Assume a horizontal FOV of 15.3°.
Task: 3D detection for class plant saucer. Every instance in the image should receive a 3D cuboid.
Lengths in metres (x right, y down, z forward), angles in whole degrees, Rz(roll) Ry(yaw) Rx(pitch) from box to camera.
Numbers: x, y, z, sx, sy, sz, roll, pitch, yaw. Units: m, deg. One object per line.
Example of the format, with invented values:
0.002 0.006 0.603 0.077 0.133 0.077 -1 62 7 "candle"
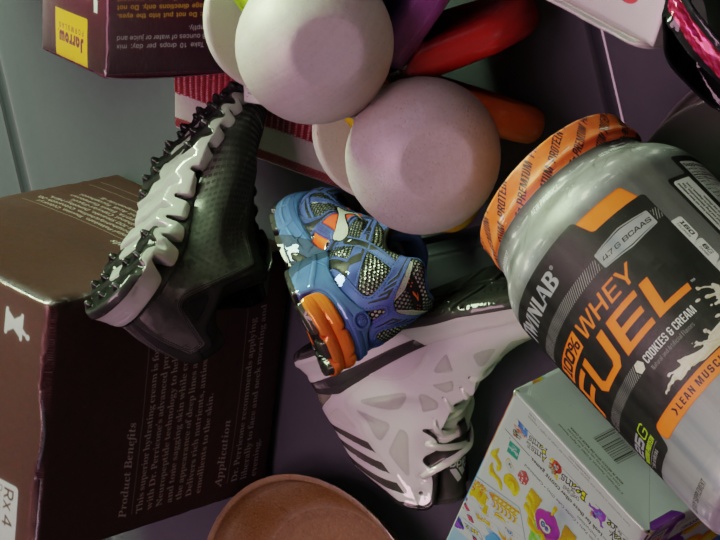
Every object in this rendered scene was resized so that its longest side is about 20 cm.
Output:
-0.018 0.219 1.635 0.200 0.035 0.201 11 107 41 "plant saucer"

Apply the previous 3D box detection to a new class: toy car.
0.017 -0.123 1.440 0.150 0.175 0.200 -45 106 1 "toy car"

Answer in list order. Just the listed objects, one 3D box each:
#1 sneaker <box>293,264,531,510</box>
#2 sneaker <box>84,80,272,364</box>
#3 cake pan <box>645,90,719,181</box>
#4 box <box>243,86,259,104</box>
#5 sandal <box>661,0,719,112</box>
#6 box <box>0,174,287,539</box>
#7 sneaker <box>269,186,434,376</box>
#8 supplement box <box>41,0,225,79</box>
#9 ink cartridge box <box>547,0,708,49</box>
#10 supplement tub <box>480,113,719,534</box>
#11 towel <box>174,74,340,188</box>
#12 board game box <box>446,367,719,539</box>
0.058 0.068 1.518 0.200 0.076 0.116 -20 99 46 "sneaker"
-0.086 -0.023 1.543 0.090 0.200 0.066 40 137 -18 "sneaker"
0.209 -0.006 1.367 0.200 0.037 0.201 12 108 41 "cake pan"
-0.043 -0.193 1.530 0.041 0.039 0.201 11 109 38 "box"
0.174 -0.096 1.272 0.075 0.045 0.201 -134 20 -72 "sandal"
-0.172 0.052 1.628 0.164 0.200 0.167 23 114 38 "box"
0.000 0.000 1.500 0.200 0.078 0.076 -109 -2 -67 "sneaker"
-0.128 -0.219 1.555 0.110 0.085 0.201 26 117 60 "supplement box"
0.141 -0.233 1.344 0.145 0.083 0.201 33 120 32 "ink cartridge box"
0.157 0.023 1.312 0.200 0.122 0.123 47 128 25 "supplement tub"
-0.049 -0.163 1.585 0.144 0.023 0.201 22 116 37 "towel"
0.120 0.144 1.414 0.105 0.103 0.200 48 140 24 "board game box"
